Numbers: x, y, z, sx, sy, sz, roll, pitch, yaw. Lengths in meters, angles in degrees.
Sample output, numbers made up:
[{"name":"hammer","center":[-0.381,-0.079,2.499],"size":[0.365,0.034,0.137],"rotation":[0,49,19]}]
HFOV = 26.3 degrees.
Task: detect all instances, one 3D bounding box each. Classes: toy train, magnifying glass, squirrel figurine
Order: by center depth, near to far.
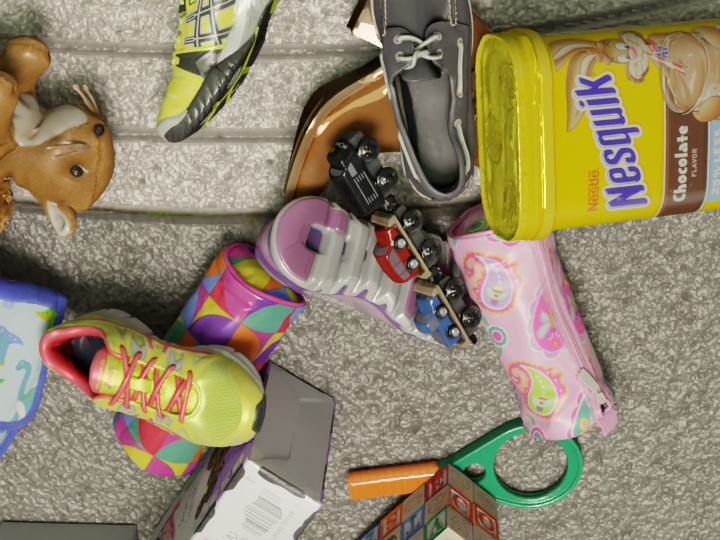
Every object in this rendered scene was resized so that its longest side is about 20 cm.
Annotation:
[{"name":"toy train","center":[0.033,-0.016,1.149],"size":[0.046,0.034,0.200],"rotation":[-41,116,-18]},{"name":"squirrel figurine","center":[-0.287,-0.094,1.169],"size":[0.186,0.142,0.200],"rotation":[30,125,-20]},{"name":"magnifying glass","center":[0.088,0.170,1.301],"size":[0.199,0.022,0.080],"rotation":[-9,112,4]}]

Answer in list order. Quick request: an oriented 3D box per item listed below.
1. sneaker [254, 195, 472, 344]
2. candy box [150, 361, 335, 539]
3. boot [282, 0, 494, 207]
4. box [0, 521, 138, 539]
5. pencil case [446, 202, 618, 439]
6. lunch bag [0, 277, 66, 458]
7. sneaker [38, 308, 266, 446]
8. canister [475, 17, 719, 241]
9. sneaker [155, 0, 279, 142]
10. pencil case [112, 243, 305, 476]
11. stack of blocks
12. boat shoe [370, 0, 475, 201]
[{"name":"sneaker","center":[0.000,0.000,1.206],"size":[0.199,0.088,0.081],"rotation":[23,75,-29]},{"name":"candy box","center":[-0.105,0.200,1.242],"size":[0.071,0.168,0.200],"rotation":[31,110,-10]},{"name":"boot","center":[0.038,-0.109,1.168],"size":[0.155,0.077,0.201],"rotation":[25,104,-11]},{"name":"box","center":[-0.257,0.331,1.341],"size":[0.124,0.098,0.201],"rotation":[1,113,3]},{"name":"pencil case","center":[0.138,0.038,1.206],"size":[0.087,0.088,0.201],"rotation":[-20,107,11]},{"name":"lunch bag","center":[-0.344,0.077,1.195],"size":[0.170,0.128,0.200],"rotation":[16,119,-44]},{"name":"sneaker","center":[-0.162,0.085,1.162],"size":[0.199,0.090,0.079],"rotation":[16,97,30]},{"name":"canister","center":[0.192,-0.107,1.115],"size":[0.199,0.087,0.149],"rotation":[-8,105,-14]},{"name":"sneaker","center":[-0.107,-0.190,1.141],"size":[0.076,0.075,0.201],"rotation":[29,101,-1]},{"name":"pencil case","center":[-0.124,0.075,1.241],"size":[0.088,0.088,0.200],"rotation":[31,113,-10]},{"name":"stack of blocks","center":[0.026,0.268,1.279],"size":[0.058,0.115,0.200],"rotation":[38,114,-18]},{"name":"boat shoe","center":[0.050,-0.146,1.085],"size":[0.072,0.063,0.201],"rotation":[-8,104,-2]}]
